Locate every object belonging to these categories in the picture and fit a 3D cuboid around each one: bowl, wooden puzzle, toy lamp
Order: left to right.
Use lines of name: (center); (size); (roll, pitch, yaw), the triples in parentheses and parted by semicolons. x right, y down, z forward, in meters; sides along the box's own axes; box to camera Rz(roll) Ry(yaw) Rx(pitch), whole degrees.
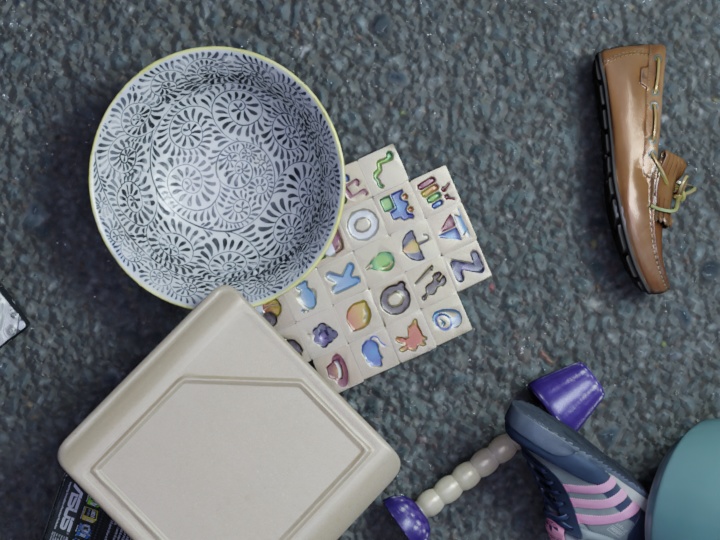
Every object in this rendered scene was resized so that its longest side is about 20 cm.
bowl: (-0.106, -0.072, 1.328); (0.198, 0.094, 0.203); (0, 94, 5)
wooden puzzle: (-0.097, 0.142, 1.271); (0.200, 0.037, 0.185); (46, 80, -4)
toy lamp: (0.111, 0.147, 1.376); (0.199, 0.058, 0.058); (-37, 94, -4)
bowl: (0.298, 0.197, 1.343); (0.104, 0.200, 0.203); (10, 90, 38)

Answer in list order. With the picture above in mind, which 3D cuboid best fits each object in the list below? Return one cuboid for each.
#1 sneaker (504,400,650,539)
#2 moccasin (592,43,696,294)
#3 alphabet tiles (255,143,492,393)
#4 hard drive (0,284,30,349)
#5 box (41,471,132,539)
sneaker: (0.167, 0.177, 1.341); (0.200, 0.070, 0.082); (38, 95, -33)
moccasin: (0.236, -0.083, 1.378); (0.077, 0.074, 0.204); (-5, 82, 4)
alphabet tiles: (0.000, 0.000, 1.389); (0.198, 0.006, 0.168); (-25, 93, -4)
hard drive: (-0.377, 0.007, 1.344); (0.139, 0.038, 0.201); (-37, 93, -3)
box: (-0.167, 0.262, 1.329); (0.191, 0.048, 0.202); (19, 111, -6)
